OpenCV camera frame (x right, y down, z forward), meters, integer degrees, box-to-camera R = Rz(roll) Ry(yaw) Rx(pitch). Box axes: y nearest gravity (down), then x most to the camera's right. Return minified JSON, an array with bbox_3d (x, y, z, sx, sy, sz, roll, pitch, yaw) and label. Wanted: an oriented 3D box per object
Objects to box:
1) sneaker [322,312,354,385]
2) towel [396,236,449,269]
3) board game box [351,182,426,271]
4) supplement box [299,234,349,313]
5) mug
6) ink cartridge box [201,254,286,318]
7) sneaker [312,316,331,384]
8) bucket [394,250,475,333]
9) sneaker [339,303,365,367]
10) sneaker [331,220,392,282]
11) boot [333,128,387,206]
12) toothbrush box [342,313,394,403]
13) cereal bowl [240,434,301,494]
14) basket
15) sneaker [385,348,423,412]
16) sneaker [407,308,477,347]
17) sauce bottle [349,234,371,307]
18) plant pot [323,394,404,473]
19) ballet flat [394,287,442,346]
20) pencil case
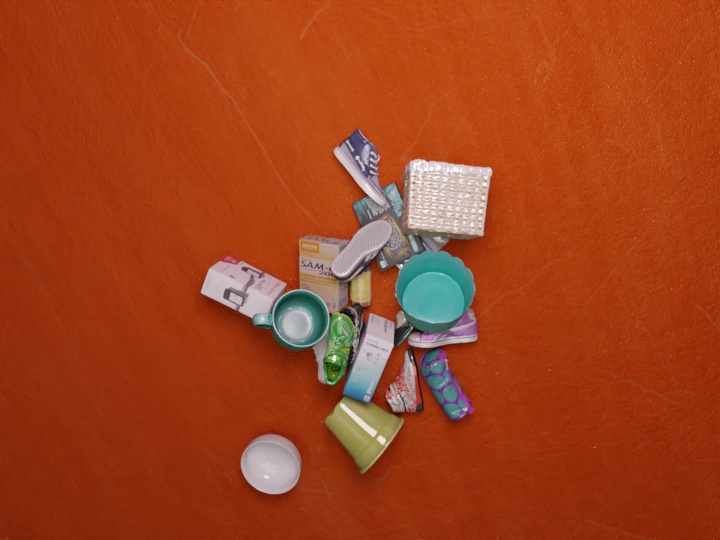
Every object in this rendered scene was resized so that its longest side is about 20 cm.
[{"bbox_3d":[-0.058,0.211,1.395,0.073,0.084,0.203,7,105,4],"label":"sneaker"},{"bbox_3d":[0.152,-0.091,1.448,0.147,0.024,0.200,44,108,-7],"label":"towel"},{"bbox_3d":[0.076,-0.117,1.424,0.134,0.028,0.202,-24,91,17],"label":"board game box"},{"bbox_3d":[-0.102,0.010,1.478,0.125,0.073,0.203,9,110,22],"label":"supplement box"},{"bbox_3d":[-0.180,0.129,1.422,0.184,0.114,0.153,33,69,-4],"label":"mug"},{"bbox_3d":[-0.324,0.051,1.501,0.198,0.145,0.084,26,109,0],"label":"ink cartridge box"},{"bbox_3d":[-0.123,0.225,1.525,0.114,0.202,0.074,4,149,11],"label":"sneaker"},{"bbox_3d":[0.193,0.061,1.392,0.204,0.135,0.210,-2,69,4],"label":"bucket"},{"bbox_3d":[-0.023,0.178,1.481,0.066,0.090,0.202,19,119,23],"label":"sneaker"},{"bbox_3d":[0.003,-0.050,1.401,0.200,0.080,0.078,-41,71,-10],"label":"sneaker"},{"bbox_3d":[0.021,-0.268,1.371,0.090,0.073,0.201,-41,85,15],"label":"boot"},{"bbox_3d":[0.026,0.248,1.511,0.084,0.147,0.202,21,111,-2],"label":"toothbrush box"},{"bbox_3d":[-0.281,0.612,1.710,0.197,0.083,0.203,2,108,7],"label":"cereal bowl"},{"bbox_3d":[0.198,-0.167,1.296,0.197,0.198,0.163,6,90,-1],"label":"basket"},{"bbox_3d":[0.121,0.332,1.567,0.106,0.067,0.204,-8,109,8],"label":"sneaker"},{"bbox_3d":[0.226,0.149,1.495,0.198,0.073,0.116,-9,103,1],"label":"sneaker"},{"bbox_3d":[0.000,0.000,1.480,0.065,0.066,0.203,1,106,8],"label":"sauce bottle"},{"bbox_3d":[-0.003,0.460,1.578,0.184,0.200,0.201,40,110,7],"label":"plant pot"},{"bbox_3d":[0.148,0.124,1.501,0.068,0.068,0.200,45,99,3],"label":"ballet flat"},{"bbox_3d":[0.248,0.331,1.537,0.092,0.085,0.201,-18,107,43],"label":"pencil case"}]
